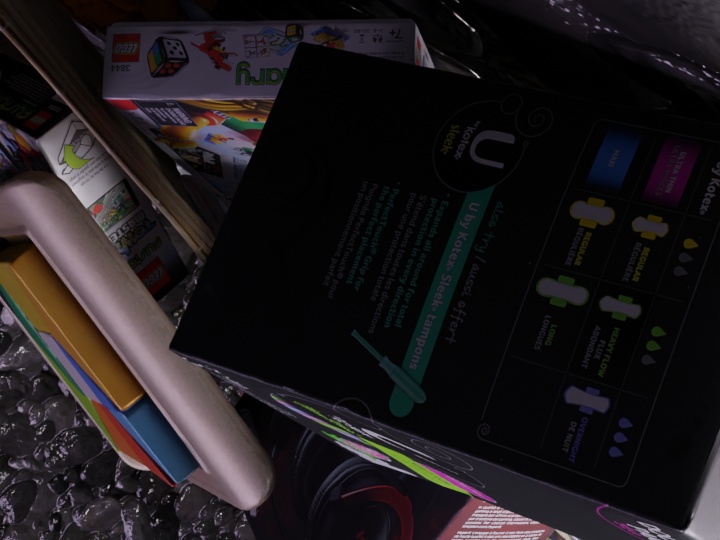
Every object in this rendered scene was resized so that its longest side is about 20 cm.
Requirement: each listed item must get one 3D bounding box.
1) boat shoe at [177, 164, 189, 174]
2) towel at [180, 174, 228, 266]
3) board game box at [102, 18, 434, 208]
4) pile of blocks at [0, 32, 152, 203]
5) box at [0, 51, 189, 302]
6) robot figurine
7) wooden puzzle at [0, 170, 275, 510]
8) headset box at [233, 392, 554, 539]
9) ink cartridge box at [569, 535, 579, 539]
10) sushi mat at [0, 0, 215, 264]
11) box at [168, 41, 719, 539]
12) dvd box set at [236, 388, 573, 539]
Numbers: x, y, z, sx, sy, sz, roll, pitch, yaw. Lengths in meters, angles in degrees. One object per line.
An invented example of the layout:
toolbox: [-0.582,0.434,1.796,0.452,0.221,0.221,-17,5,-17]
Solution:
boat shoe: [-0.096,-0.075,1.000,0.075,0.065,0.202,49,-166,14]
towel: [0.000,0.000,0.872,0.198,0.031,0.149,10,-154,-33]
board game box: [-0.023,-0.064,0.697,0.125,0.035,0.200,1,170,11]
pile of blocks: [-0.173,-0.082,0.881,0.200,0.062,0.083,43,149,50]
box: [-0.171,-0.059,0.784,0.199,0.035,0.111,27,150,47]
robot figurine: [-0.093,-0.118,0.783,0.144,0.058,0.200,33,177,28]
wooden puzzle: [-0.134,0.039,0.772,0.186,0.037,0.200,55,159,-12]
headset box: [0.027,0.070,0.729,0.075,0.201,0.149,6,-138,-39]
ink cartridge box: [0.137,0.114,0.831,0.104,0.059,0.200,40,-178,-4]
sushi mat: [-0.115,-0.082,0.652,0.096,0.012,0.200,61,-176,34]
box: [0.066,0.020,0.544,0.199,0.125,0.148,16,168,34]
dvd box set: [0.028,0.123,0.949,0.200,0.029,0.146,51,142,-9]
